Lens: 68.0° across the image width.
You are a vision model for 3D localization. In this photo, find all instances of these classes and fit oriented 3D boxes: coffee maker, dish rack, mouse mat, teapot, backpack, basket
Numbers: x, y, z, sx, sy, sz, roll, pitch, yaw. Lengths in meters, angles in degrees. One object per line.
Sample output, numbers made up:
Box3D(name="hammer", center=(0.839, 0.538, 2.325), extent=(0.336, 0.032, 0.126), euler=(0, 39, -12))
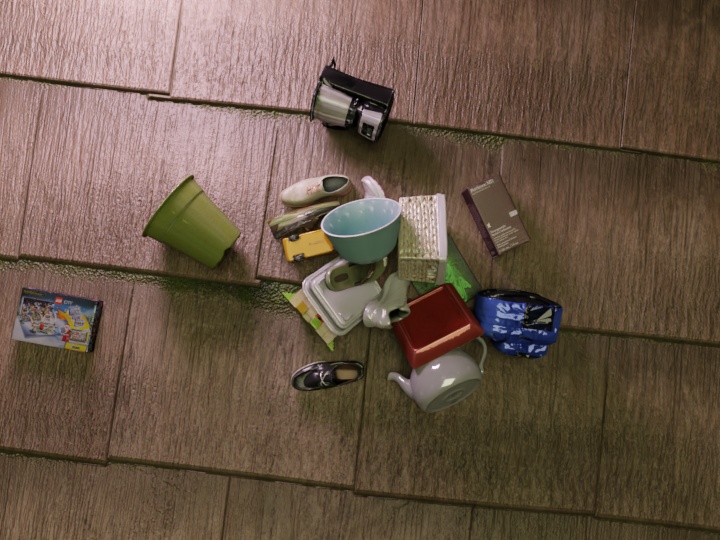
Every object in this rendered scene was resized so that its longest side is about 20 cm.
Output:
Box3D(name="coffee maker", center=(-0.014, -0.457, 1.411), extent=(0.199, 0.135, 0.193), euler=(19, 85, -1))
Box3D(name="dish rack", center=(-0.034, 0.050, 1.372), extent=(0.200, 0.043, 0.172), euler=(-36, 90, -39))
Box3D(name="mouse mat", center=(0.218, 0.013, 1.454), extent=(0.160, 0.008, 0.201), euler=(-31, 89, -3))
Box3D(name="teapot", center=(0.207, 0.256, 1.366), extent=(0.199, 0.198, 0.147), euler=(1, 49, -38))
Box3D(name="backpack", center=(0.391, 0.132, 1.375), extent=(0.198, 0.163, 0.169), euler=(11, 90, -2))
Box3D(name="basket", center=(0.157, -0.081, 1.368), extent=(0.122, 0.136, 0.201), euler=(1, 62, 5))

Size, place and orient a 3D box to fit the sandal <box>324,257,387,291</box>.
Box3D(name="sandal", center=(0.000, 0.001, 1.346), extent=(0.200, 0.057, 0.080), euler=(-27, 95, -37))

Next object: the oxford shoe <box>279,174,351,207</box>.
Box3D(name="oxford shoe", center=(-0.121, -0.221, 1.423), extent=(0.199, 0.074, 0.071), euler=(-17, 87, -3))

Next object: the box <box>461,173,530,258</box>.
Box3D(name="box", center=(0.364, -0.147, 1.435), extent=(0.100, 0.075, 0.201), euler=(-25, 86, -3))

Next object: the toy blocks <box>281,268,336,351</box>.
Box3D(name="toy blocks", center=(-0.090, 0.092, 1.404), extent=(0.137, 0.100, 0.200), euler=(-42, 92, -14))

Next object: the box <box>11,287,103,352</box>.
Box3D(name="box", center=(-0.791, 0.129, 1.399), extent=(0.198, 0.038, 0.138), euler=(11, 86, -1))

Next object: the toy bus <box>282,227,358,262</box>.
Box3D(name="toy bus", center=(-0.101, -0.074, 1.412), extent=(0.199, 0.078, 0.066), euler=(-14, 88, -3))

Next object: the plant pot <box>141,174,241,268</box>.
Box3D(name="plant pot", center=(-0.415, -0.106, 1.366), extent=(0.190, 0.200, 0.200), euler=(39, 86, -12))

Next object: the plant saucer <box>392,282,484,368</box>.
Box3D(name="plant saucer", center=(0.181, 0.126, 1.361), extent=(0.199, 0.200, 0.037), euler=(-27, 132, 1))

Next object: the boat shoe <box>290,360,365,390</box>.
Box3D(name="boat shoe", center=(-0.086, 0.274, 1.399), extent=(0.198, 0.068, 0.072), euler=(-9, 88, -1))

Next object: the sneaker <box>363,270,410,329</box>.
Box3D(name="sneaker", center=(0.095, 0.081, 1.377), extent=(0.099, 0.078, 0.200), euler=(19, 55, 29))

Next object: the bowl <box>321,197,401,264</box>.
Box3D(name="bowl", center=(0.012, -0.089, 1.313), extent=(0.199, 0.201, 0.106), euler=(-17, 120, -3))

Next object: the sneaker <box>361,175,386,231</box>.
Box3D(name="sneaker", center=(0.030, -0.151, 1.420), extent=(0.088, 0.081, 0.201), euler=(-16, 87, -4))

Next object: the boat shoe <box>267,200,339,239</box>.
Box3D(name="boat shoe", center=(-0.145, -0.136, 1.425), extent=(0.199, 0.073, 0.065), euler=(-17, 98, 1))
